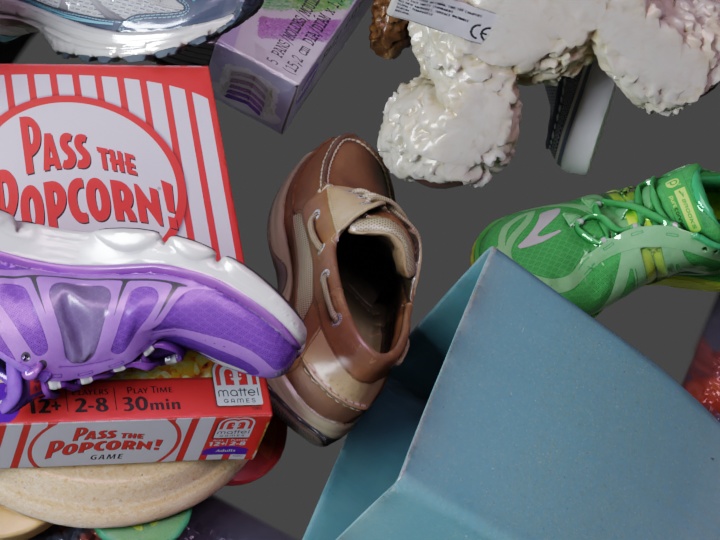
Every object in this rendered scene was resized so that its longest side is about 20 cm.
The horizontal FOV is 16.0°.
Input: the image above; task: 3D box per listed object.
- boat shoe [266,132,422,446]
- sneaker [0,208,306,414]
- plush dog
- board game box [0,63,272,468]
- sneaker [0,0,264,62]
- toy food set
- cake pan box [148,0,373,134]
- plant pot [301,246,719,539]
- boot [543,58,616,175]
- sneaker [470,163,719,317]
[{"bbox_3d":[0.000,0.000,1.263,0.076,0.074,0.201,34,35,-23],"label":"boat shoe"},{"bbox_3d":[-0.124,0.027,1.128,0.199,0.081,0.084,9,72,-4],"label":"sneaker"},{"bbox_3d":[0.080,-0.156,1.327,0.199,0.161,0.172,-21,27,2],"label":"plush dog"},{"bbox_3d":[-0.133,-0.005,1.206,0.151,0.046,0.201,-1,58,-18],"label":"board game box"},{"bbox_3d":[-0.143,-0.156,1.283,0.199,0.087,0.078,6,23,24],"label":"sneaker"},{"bbox_3d":[-0.132,0.043,1.234,0.197,0.049,0.201,4,56,-15],"label":"toy food set"},{"bbox_3d":[-0.078,-0.188,1.404,0.184,0.052,0.200,29,54,6],"label":"cake pan box"},{"bbox_3d":[0.096,0.120,1.200,0.199,0.141,0.142,30,54,-7],"label":"plant pot"},{"bbox_3d":[0.102,-0.137,1.420,0.090,0.073,0.201,14,46,1],"label":"boot"},{"bbox_3d":[0.147,-0.023,1.342,0.199,0.084,0.074,-12,62,-23],"label":"sneaker"}]
